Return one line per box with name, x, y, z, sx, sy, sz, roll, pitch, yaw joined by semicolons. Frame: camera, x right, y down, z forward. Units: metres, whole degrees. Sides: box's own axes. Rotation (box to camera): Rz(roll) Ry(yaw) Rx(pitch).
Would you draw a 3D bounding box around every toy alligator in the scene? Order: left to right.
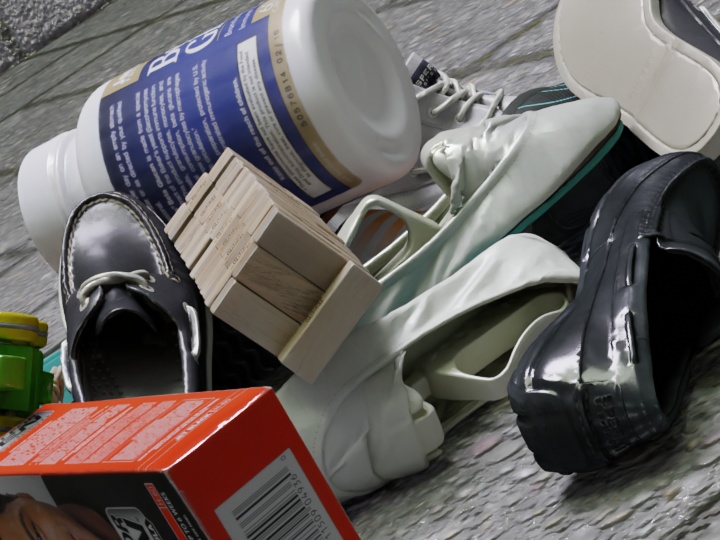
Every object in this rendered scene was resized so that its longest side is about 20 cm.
toy alligator;-0.175;0.052;1.206;0.054;0.060;0.200;5;-5;-1

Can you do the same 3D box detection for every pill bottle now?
pill bottle;-0.078;-0.064;1.334;0.199;0.111;0.111;-24;15;26

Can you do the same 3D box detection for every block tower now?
block tower;-0.044;-0.007;1.161;0.054;0.058;0.200;-55;16;3

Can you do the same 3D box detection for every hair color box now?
hair color box;-0.083;0.107;1.056;0.061;0.102;0.200;-38;15;-29

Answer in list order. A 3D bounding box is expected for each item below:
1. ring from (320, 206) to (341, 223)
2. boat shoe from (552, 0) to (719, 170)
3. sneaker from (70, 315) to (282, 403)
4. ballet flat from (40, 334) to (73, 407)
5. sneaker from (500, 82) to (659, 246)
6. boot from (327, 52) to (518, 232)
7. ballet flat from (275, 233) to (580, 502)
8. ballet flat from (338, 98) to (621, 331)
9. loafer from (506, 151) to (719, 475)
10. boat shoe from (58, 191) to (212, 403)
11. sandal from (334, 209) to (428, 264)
ring;-0.065;-0.040;1.422;0.200;0.019;0.201;-30;30;19
boat shoe;0.155;-0.098;1.274;0.073;0.063;0.200;-56;30;16
sneaker;-0.108;0.060;1.296;0.200;0.070;0.090;-52;19;-25
ballet flat;-0.131;0.046;1.462;0.200;0.067;0.064;-35;-16;-28
sneaker;0.134;-0.078;1.323;0.079;0.076;0.200;-15;21;40
boot;0.056;-0.082;1.450;0.199;0.096;0.074;-26;14;16
ballet flat;0.029;0.050;1.127;0.200;0.070;0.069;-36;15;-25
ballet flat;0.038;-0.023;1.215;0.200;0.069;0.069;-46;14;2
loafer;0.123;0.013;1.049;0.070;0.068;0.201;-12;26;31
boat shoe;-0.109;0.037;1.210;0.073;0.060;0.201;-13;56;4
sandal;-0.005;0.004;1.346;0.206;0.059;0.079;-16;19;44
